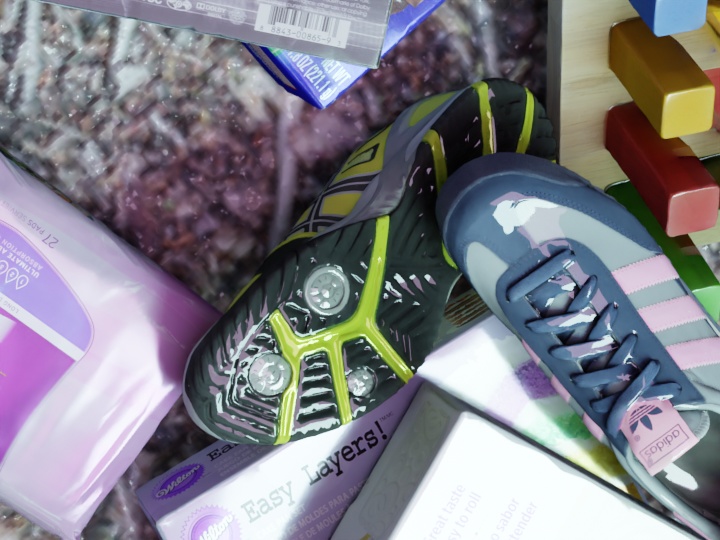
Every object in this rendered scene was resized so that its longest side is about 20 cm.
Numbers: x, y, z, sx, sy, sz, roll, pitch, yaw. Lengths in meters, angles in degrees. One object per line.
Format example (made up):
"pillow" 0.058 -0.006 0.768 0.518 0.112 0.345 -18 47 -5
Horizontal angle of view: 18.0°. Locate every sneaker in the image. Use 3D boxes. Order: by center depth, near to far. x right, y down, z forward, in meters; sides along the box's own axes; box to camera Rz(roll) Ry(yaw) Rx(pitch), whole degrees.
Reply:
"sneaker" 0.108 0.035 0.909 0.070 0.082 0.200 -41 111 21
"sneaker" 0.000 0.000 0.950 0.200 0.076 0.075 -43 109 -23

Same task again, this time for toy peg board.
"toy peg board" 0.189 -0.077 0.960 0.199 0.098 0.200 -13 130 -13

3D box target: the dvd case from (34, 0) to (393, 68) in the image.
"dvd case" -0.044 -0.190 0.870 0.148 0.016 0.201 10 100 -13

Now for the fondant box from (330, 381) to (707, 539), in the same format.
"fondant box" 0.078 0.157 0.943 0.200 0.058 0.145 30 91 -18

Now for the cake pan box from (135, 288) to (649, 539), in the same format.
"cake pan box" 0.026 0.127 0.978 0.200 0.052 0.185 -30 105 -8

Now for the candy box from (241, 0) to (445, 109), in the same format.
"candy box" -0.001 -0.195 0.928 0.200 0.077 0.169 -43 109 -3

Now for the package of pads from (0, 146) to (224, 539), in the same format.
"package of pads" -0.163 0.013 0.933 0.200 0.076 0.121 37 88 -21
